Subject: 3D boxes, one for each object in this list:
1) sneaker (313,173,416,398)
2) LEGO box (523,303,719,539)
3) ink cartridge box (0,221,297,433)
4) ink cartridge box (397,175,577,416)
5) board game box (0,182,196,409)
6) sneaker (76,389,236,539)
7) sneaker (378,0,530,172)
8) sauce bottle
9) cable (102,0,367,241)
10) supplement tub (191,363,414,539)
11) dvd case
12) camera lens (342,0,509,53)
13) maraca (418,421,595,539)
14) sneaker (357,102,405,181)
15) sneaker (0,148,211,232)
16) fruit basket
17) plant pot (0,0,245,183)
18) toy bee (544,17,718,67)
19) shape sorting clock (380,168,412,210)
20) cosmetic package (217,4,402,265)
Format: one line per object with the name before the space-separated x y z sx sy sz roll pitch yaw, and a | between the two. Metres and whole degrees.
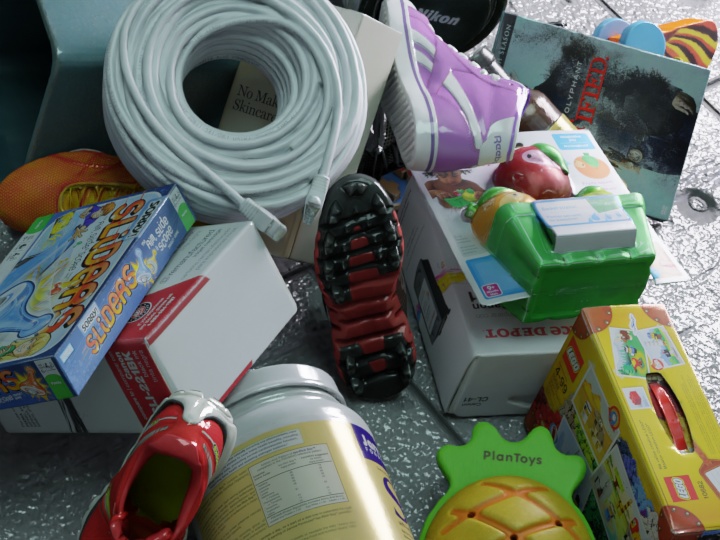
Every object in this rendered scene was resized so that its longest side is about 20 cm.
sneaker | 0.000 0.000 1.415 0.070 0.202 0.098 -10 37 -2
LEGO box | 0.209 0.151 1.369 0.076 0.150 0.201 -3 51 -20
ink cartridge box | -0.170 0.043 1.309 0.199 0.084 0.144 -5 32 39
ink cartridge box | 0.123 0.014 1.504 0.146 0.086 0.201 -2 50 -19
board game box | -0.211 0.020 1.251 0.134 0.035 0.201 -12 31 29
sneaker | -0.150 0.170 1.200 0.076 0.201 0.085 25 25 1
sneaker | 0.077 -0.153 1.486 0.113 0.073 0.202 -4 48 -12
sauce bottle | 0.161 -0.113 1.600 0.200 0.065 0.065 48 50 -3
cable | -0.093 -0.133 1.343 0.199 0.069 0.201 29 68 -2
supplement tub | -0.041 0.182 1.263 0.144 0.146 0.201 -7 53 -23
dvd case | 0.205 -0.139 1.640 0.198 0.147 0.022 16 6 -4
camera lens | 0.049 -0.308 1.708 0.158 0.161 0.201 -1 51 -19
maraca | 0.108 0.200 1.318 0.136 0.107 0.201 6 54 -1
sneaker | 0.030 -0.109 1.538 0.114 0.077 0.200 25 48 14
sneaker | -0.184 -0.058 1.384 0.198 0.077 0.074 -1 93 0
fruit basket | 0.146 -0.053 1.451 0.184 0.094 0.201 -4 49 -21
plant pot | -0.199 -0.173 1.496 0.198 0.196 0.197 -3 51 -27
toy bee | 0.244 -0.186 1.716 0.198 0.110 0.131 0 12 -4
shape sorting clock | -0.007 -0.127 1.616 0.198 0.039 0.201 10 48 -11
cosmetic package | -0.052 -0.115 1.448 0.103 0.202 0.073 19 3 29
